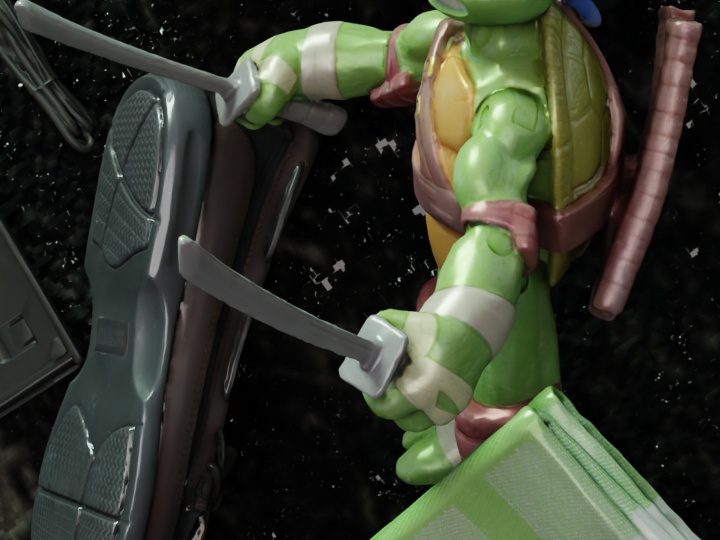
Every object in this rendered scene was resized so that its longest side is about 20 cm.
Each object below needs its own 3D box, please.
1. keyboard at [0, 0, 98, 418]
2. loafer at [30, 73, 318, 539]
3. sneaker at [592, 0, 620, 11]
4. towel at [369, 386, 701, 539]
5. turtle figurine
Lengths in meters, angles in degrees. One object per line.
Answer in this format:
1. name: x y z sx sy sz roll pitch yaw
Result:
1. keyboard: -0.147 -0.051 0.867 0.127 0.021 0.200 -32 87 17
2. loafer: -0.055 0.042 0.830 0.063 0.072 0.201 8 96 -28
3. sneaker: -0.013 -0.114 0.810 0.199 0.076 0.114 34 100 11
4. towel: 0.063 0.149 0.699 0.149 0.031 0.200 -43 94 13
5. turtle figurine: 0.000 0.000 0.747 0.144 0.200 0.195 22 137 42
